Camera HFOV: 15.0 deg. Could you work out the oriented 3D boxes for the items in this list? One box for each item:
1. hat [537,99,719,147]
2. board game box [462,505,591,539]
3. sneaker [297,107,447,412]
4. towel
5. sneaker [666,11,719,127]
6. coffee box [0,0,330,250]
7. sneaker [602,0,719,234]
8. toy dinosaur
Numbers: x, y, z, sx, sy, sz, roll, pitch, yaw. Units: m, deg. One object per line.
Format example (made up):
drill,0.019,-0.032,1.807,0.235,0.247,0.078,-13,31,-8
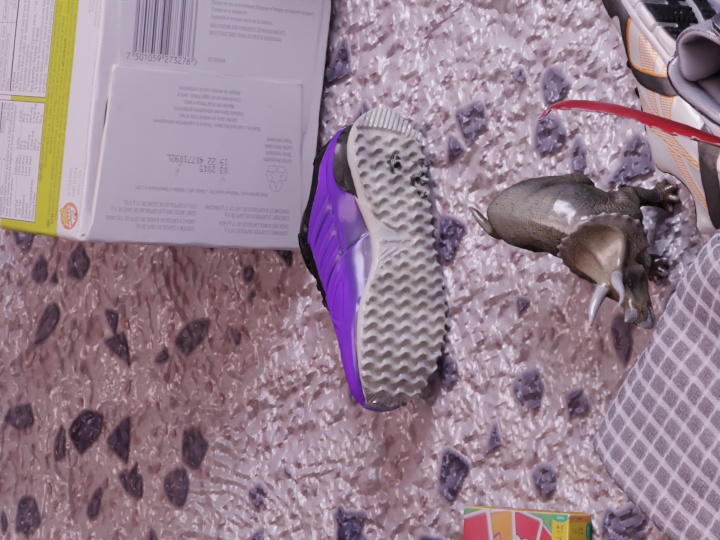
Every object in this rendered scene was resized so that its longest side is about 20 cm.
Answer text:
hat,0.251,-0.079,1.495,0.166,0.200,0.176,-55,29,-13
board game box,0.102,0.252,1.731,0.095,0.030,0.202,-1,88,48
sneaker,0.000,0.000,1.840,0.099,0.069,0.202,-19,69,52
towel,0.234,0.096,1.555,0.200,0.085,0.166,49,122,38
sneaker,0.225,-0.155,1.557,0.076,0.113,0.201,-48,54,55
coffee box,-0.163,-0.123,1.915,0.197,0.199,0.202,7,93,48
sneaker,0.188,-0.106,1.634,0.080,0.073,0.201,-52,52,34
toy dinosaur,0.127,-0.031,1.671,0.200,0.102,0.077,30,108,44
